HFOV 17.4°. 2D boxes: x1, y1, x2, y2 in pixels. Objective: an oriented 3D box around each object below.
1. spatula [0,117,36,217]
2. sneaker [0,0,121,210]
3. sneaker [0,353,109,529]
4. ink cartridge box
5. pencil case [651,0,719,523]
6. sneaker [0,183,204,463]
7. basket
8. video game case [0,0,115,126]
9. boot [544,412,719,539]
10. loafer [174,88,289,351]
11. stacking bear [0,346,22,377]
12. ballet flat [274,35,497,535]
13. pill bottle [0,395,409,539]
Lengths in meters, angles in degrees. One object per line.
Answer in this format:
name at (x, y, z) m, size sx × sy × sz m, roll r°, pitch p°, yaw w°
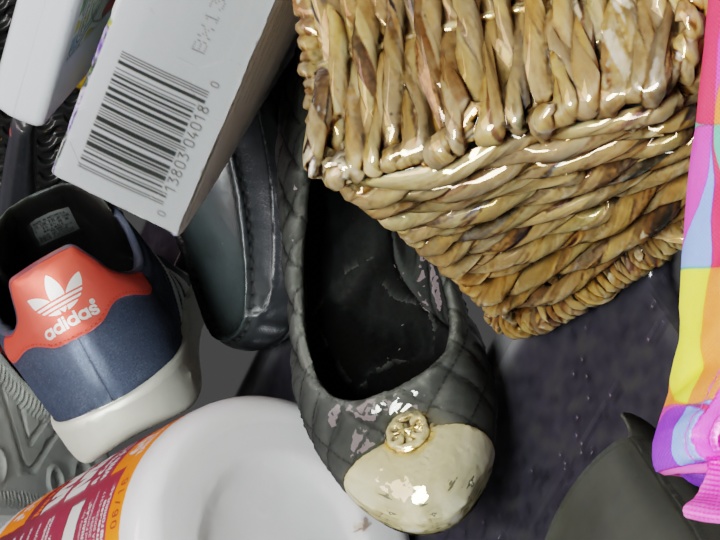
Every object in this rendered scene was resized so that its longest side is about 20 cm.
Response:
spatula at (-0.116, -0.068, 0.880) m, size 0.200 × 0.020 × 0.057 m, roll 114°, pitch 165°, yaw -45°
sneaker at (-0.150, -0.114, 1.029) m, size 0.090 × 0.070 × 0.201 m, roll -128°, pitch 30°, yaw -57°
sneaker at (-0.203, 0.073, 0.934) m, size 0.146 × 0.200 × 0.081 m, roll -9°, pitch 65°, yaw 21°
ink cartridge box at (-0.038, -0.106, 0.804) m, size 0.200 × 0.050 × 0.109 m, roll -67°, pitch 2°, yaw -61°
pencil case at (0.121, -0.035, 0.580) m, size 0.088 × 0.088 × 0.201 m, roll -4°, pitch 78°, yaw 59°
sneaker at (-0.106, 0.003, 0.905) m, size 0.085 × 0.075 × 0.200 m, roll 61°, pitch 175°, yaw -14°
basket at (0.067, -0.102, 0.711) m, size 0.142 × 0.149 × 0.201 m, roll -16°, pitch 64°, yaw 22°
video game case at (-0.050, -0.168, 0.762) m, size 0.182 × 0.023 × 0.200 m, roll -59°, pitch -6°, yaw -48°
boot at (0.067, 0.152, 0.643) m, size 0.201 × 0.077 × 0.138 m, roll -58°, pitch 31°, yaw 12°
loafer at (-0.070, -0.065, 0.901) m, size 0.068 × 0.070 × 0.202 m, roll -26°, pitch 75°, yaw 52°
stacking bear at (-0.200, 0.023, 1.095) m, size 0.114 × 0.121 × 0.201 m, roll -57°, pitch 46°, yaw 47°
ballet flat at (0.000, 0.000, 0.785) m, size 0.057 × 0.066 × 0.201 m, roll 70°, pitch -175°, yaw -53°
pill bottle at (-0.076, 0.122, 0.844) m, size 0.200 × 0.109 × 0.110 m, roll -30°, pitch 56°, yaw 52°
